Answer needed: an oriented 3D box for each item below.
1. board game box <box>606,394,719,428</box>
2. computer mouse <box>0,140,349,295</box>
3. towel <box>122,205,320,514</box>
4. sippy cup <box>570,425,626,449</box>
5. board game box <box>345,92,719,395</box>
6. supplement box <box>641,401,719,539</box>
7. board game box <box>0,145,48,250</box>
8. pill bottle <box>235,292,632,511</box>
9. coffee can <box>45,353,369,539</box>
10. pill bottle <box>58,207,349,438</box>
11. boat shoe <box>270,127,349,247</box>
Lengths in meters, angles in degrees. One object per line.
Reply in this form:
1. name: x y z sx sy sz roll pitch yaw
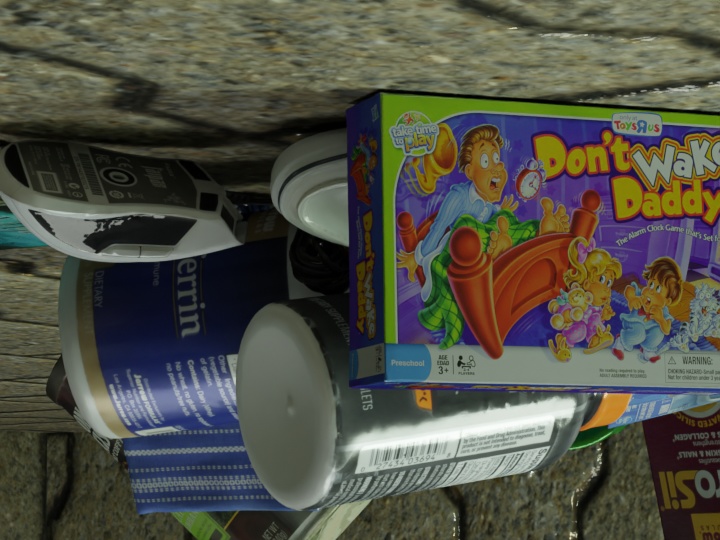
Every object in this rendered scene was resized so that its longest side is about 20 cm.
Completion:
1. board game box: 0.235 0.027 1.432 0.197 0.044 0.200 -15 163 -1
2. computer mouse: -0.098 -0.028 1.293 0.198 0.044 0.110 7 -150 -20
3. towel: -0.101 0.055 1.539 0.144 0.202 0.024 -4 -165 30
4. sippy cup: 0.168 0.061 1.916 0.177 0.141 0.130 23 -168 17
5. board game box: 0.092 -0.010 1.207 0.198 0.136 0.045 2 173 -23
6. supplement box: 0.273 0.092 1.765 0.103 0.202 0.130 -13 -178 -40
7. board game box: -0.201 -0.038 1.403 0.134 0.028 0.200 -3 173 26
8. pill bottle: 0.044 0.058 1.294 0.199 0.107 0.106 -7 178 -30
9. coffee can: -0.086 0.096 1.645 0.200 0.146 0.146 43 180 9
10. pill bottle: -0.059 0.025 1.402 0.198 0.117 0.116 -9 172 13
11. boat shoe: 0.054 -0.022 1.250 0.198 0.067 0.074 6 135 -11
